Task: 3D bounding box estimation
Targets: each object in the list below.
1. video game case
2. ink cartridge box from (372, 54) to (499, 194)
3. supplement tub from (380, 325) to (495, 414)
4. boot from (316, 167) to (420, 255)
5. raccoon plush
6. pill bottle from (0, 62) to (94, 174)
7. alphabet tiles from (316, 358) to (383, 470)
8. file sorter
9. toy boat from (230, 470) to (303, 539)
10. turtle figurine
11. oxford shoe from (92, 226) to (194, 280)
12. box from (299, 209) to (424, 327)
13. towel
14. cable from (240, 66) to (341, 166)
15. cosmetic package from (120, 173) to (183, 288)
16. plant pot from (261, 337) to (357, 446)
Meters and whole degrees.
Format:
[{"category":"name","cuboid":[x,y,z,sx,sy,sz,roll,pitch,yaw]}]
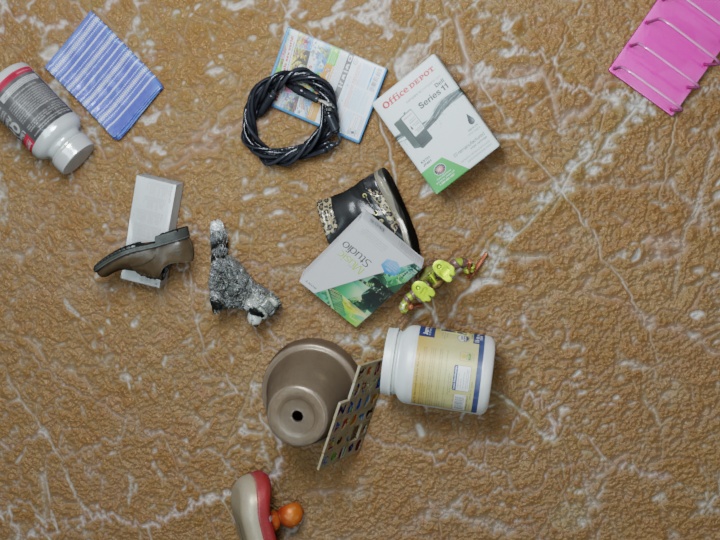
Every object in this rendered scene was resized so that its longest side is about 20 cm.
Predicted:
[{"category":"video game case","cuboid":[-0.066,-0.338,1.704,0.198,0.018,0.145,23,103,3]},{"category":"ink cartridge box","cuboid":[0.134,-0.261,1.655,0.146,0.083,0.201,-37,92,12]},{"category":"supplement tub","cuboid":[0.141,0.178,1.700,0.197,0.144,0.147,8,101,6]},{"category":"boot","cuboid":[0.017,-0.071,1.712,0.149,0.073,0.202,-19,104,15]},{"category":"raccoon plush","cuboid":[-0.216,0.004,1.752,0.132,0.097,0.204,-3,99,0]},{"category":"pill bottle","cuboid":[-0.595,-0.280,1.740,0.200,0.111,0.111,45,103,-1]},{"category":"alphabet tiles","cuboid":[-0.010,0.261,1.728,0.007,0.167,0.203,23,103,24]},{"category":"file sorter","cuboid":[0.537,-0.382,1.556,0.138,0.125,0.201,35,103,0]},{"category":"toy boat","cuboid":[-0.174,0.488,1.826,0.129,0.130,0.203,-16,99,-20]},{"category":"turtle figurine","cuboid":[0.140,0.010,1.674,0.198,0.161,0.065,-30,86,5]},{"category":"oxford shoe","cuboid":[-0.402,-0.014,1.729,0.197,0.073,0.086,-15,100,11]},{"category":"box","cuboid":[0.000,0.000,1.695,0.144,0.037,0.200,38,127,-12]},{"category":"towel","cuboid":[-0.483,-0.364,1.755,0.200,0.024,0.145,45,102,-1]},{"category":"cable","cuboid":[-0.136,-0.276,1.691,0.197,0.051,0.165,-11,110,20]},{"category":"cosmetic package","cuboid":[-0.397,-0.076,1.779,0.081,0.051,0.203,14,102,7]},{"category":"plant pot","cuboid":[-0.101,0.241,1.731,0.197,0.175,0.204,1,99,8]}]
